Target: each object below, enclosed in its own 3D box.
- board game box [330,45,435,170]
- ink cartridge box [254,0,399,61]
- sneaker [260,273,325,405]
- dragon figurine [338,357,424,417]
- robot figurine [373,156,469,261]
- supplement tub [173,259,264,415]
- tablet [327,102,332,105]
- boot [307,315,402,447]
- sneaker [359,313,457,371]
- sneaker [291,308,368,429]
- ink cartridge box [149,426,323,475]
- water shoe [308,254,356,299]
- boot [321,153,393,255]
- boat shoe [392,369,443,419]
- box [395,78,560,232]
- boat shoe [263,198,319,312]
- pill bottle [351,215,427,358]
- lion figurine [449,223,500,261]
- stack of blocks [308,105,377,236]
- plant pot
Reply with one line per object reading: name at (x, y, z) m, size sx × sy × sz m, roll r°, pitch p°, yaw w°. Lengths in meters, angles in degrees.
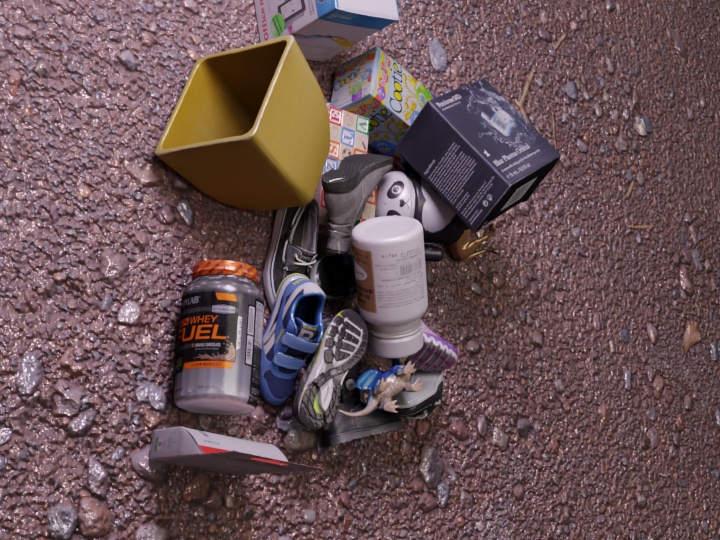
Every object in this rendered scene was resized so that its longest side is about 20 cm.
board game box at (0.053, -0.282, 1.835) m, size 0.199 × 0.104 × 0.105 m, roll 33°, pitch 54°, yaw -36°
ink cartridge box at (-0.062, -0.453, 1.711) m, size 0.144 × 0.198 × 0.150 m, roll -3°, pitch 80°, yaw -43°
sneaker at (-0.105, 0.107, 1.573) m, size 0.073 × 0.082 × 0.204 m, roll 14°, pitch 89°, yaw -36°
dragon figurine at (0.032, 0.187, 1.634) m, size 0.199 × 0.099 × 0.060 m, roll -36°, pitch 103°, yaw -30°
robot figurine at (0.112, -0.109, 1.795) m, size 0.196 × 0.126 × 0.152 m, roll 2°, pitch 44°, yaw -22°
supplement tub at (-0.199, 0.096, 1.478) m, size 0.121 × 0.121 × 0.204 m, roll 17°, pitch 66°, yaw -40°
tablet at (-0.029, -0.177, 1.799) m, size 0.201 × 0.014 × 0.131 m, roll 53°, pitch 49°, yaw -19°
boot at (-0.013, 0.171, 1.688) m, size 0.163 × 0.065 × 0.204 m, roll -3°, pitch 77°, yaw -47°
sneaker at (0.082, 0.099, 1.769) m, size 0.198 × 0.081 × 0.090 m, roll 27°, pitch 45°, yaw -16°
sneaker at (-0.055, 0.148, 1.591) m, size 0.073 × 0.081 × 0.202 m, roll 36°, pitch 64°, yaw -19°
ink cartridge box at (-0.168, 0.243, 1.412) m, size 0.159 × 0.198 × 0.051 m, roll 20°, pitch 65°, yaw -39°
water shoe at (0.000, 0.000, 1.731) m, size 0.198 × 0.078 × 0.073 m, roll -9°, pitch 85°, yaw -45°
boot at (-0.008, -0.108, 1.677) m, size 0.200 × 0.067 × 0.133 m, roll -37°, pitch 131°, yaw -55°
boat shoe at (0.101, 0.217, 1.740) m, size 0.199 × 0.074 × 0.062 m, roll -25°, pitch 112°, yaw -65°
box at (0.200, -0.199, 1.750) m, size 0.200 × 0.118 × 0.196 m, roll 46°, pitch 40°, yaw 12°
boat shoe at (-0.105, -0.023, 1.638) m, size 0.071 × 0.070 × 0.205 m, roll 15°, pitch 72°, yaw -42°
pill bottle at (0.049, 0.027, 1.634) m, size 0.114 × 0.113 × 0.204 m, roll -27°, pitch 120°, yaw -45°
lion figurine at (0.181, -0.078, 1.935) m, size 0.122 × 0.072 × 0.202 m, roll -38°, pitch 114°, yaw -15°
stack of blocks at (-0.031, -0.159, 1.739) m, size 0.114 × 0.058 × 0.205 m, roll 13°, pitch 76°, yaw -36°
plant pot at (-0.153, -0.197, 1.569) m, size 0.200 × 0.192 × 0.197 m, roll 50°, pitch 47°, yaw -42°
